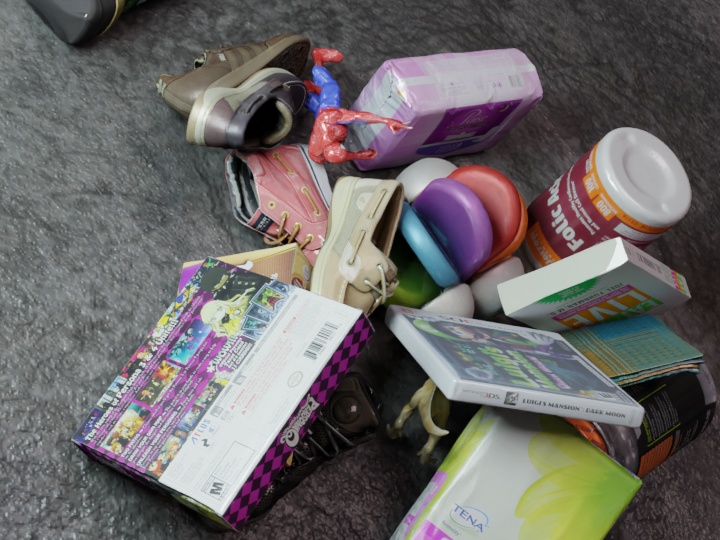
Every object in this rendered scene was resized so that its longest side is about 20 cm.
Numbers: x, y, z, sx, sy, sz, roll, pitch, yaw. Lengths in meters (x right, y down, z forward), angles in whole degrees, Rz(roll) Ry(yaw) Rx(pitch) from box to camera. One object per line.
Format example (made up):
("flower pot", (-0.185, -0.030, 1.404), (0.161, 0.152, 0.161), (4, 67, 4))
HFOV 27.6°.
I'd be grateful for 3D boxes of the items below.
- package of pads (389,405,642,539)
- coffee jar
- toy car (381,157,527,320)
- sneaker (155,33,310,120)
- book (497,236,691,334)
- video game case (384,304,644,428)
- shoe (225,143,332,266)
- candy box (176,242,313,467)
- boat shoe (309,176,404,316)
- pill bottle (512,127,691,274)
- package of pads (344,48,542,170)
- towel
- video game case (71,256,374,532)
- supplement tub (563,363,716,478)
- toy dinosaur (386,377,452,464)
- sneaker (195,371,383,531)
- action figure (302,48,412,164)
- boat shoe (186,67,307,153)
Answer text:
("package of pads", (0.132, 0.220, 1.315), (0.154, 0.068, 0.200), (39, 80, -7))
("coffee jar", (-0.242, -0.302, 1.446), (0.104, 0.085, 0.200), (48, 46, -1))
("toy car", (0.086, -0.034, 1.448), (0.200, 0.150, 0.175), (-25, 77, -41))
("sneaker", (-0.124, -0.206, 1.475), (0.075, 0.071, 0.200), (31, 35, 15))
("book", (0.238, 0.021, 1.473), (0.200, 0.133, 0.048), (20, 51, -58))
("video game case", (0.133, 0.083, 1.314), (0.181, 0.023, 0.200), (10, 14, -18))
("shoe", (-0.063, -0.036, 1.409), (0.091, 0.072, 0.201), (-4, 59, -34))
("candy box", (-0.108, 0.077, 1.264), (0.057, 0.116, 0.201), (56, 32, -46))
("boat shoe", (0.000, 0.000, 1.322), (0.065, 0.072, 0.201), (0, 55, 17))
("pill bottle", (0.238, -0.050, 1.526), (0.114, 0.200, 0.115), (17, 52, -24))
("package of pads", (0.085, -0.173, 1.558), (0.199, 0.121, 0.076), (-12, 69, -38))
("towel", (0.216, 0.090, 1.430), (0.199, 0.147, 0.022), (-12, 107, -6))
("video game case", (-0.112, 0.093, 1.189), (0.200, 0.181, 0.036), (-56, 140, -21))
("supplement tub", (0.254, 0.148, 1.462), (0.200, 0.123, 0.123), (-24, 76, -41))
("toy dinosaur", (0.065, 0.123, 1.356), (0.058, 0.101, 0.200), (26, 27, 6))
("sneaker", (-0.056, 0.146, 1.263), (0.199, 0.114, 0.076), (-28, 79, -37))
("action figure", (-0.007, -0.152, 1.465), (0.098, 0.065, 0.200), (12, 30, -9))
("boat shoe", (-0.095, -0.147, 1.407), (0.065, 0.072, 0.200), (26, 20, 16))
